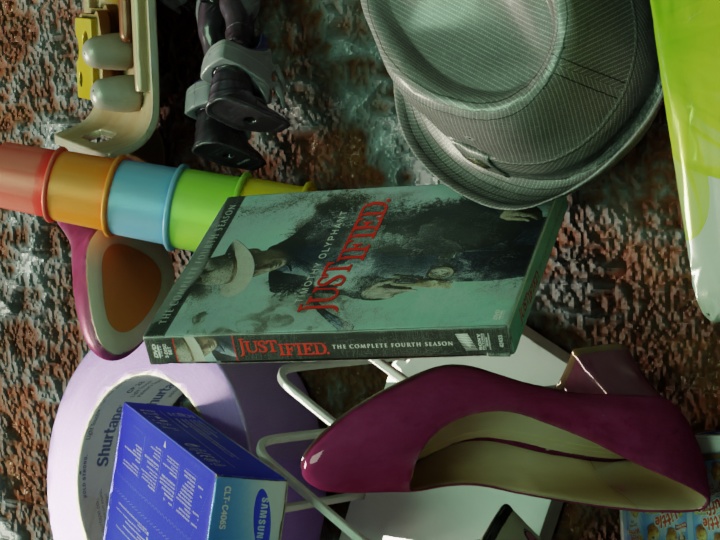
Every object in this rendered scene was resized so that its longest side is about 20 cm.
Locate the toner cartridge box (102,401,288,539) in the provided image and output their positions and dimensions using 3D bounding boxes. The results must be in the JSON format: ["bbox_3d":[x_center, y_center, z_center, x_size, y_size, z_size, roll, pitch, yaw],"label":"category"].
[{"bbox_3d":[-0.097,0.140,1.227,0.200,0.043,0.096,-157,74,-68],"label":"toner cartridge box"}]

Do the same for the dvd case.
[{"bbox_3d":[0.000,0.000,1.155,0.198,0.146,0.022,-3,122,21],"label":"dvd case"}]

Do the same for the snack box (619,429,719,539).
[{"bbox_3d":[0.209,0.116,1.075,0.199,0.024,0.073,-3,90,46],"label":"snack box"}]

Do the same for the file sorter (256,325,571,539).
[{"bbox_3d":[0.018,0.121,1.206,0.138,0.124,0.201,34,118,40],"label":"file sorter"}]

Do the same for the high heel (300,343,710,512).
[{"bbox_3d":[0.074,0.094,1.062,0.068,0.199,0.096,100,148,-48],"label":"high heel"}]

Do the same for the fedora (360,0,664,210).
[{"bbox_3d":[0.066,-0.127,1.137,0.200,0.090,0.178,41,108,38],"label":"fedora"}]

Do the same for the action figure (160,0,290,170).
[{"bbox_3d":[-0.081,-0.169,1.328,0.130,0.069,0.202,-32,56,50],"label":"action figure"}]

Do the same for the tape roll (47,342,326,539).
[{"bbox_3d":[-0.112,0.133,1.372,0.199,0.065,0.202,-4,84,45],"label":"tape roll"}]

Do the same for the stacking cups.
[{"bbox_3d":[-0.127,-0.046,1.317,0.198,0.061,0.061,13,106,9],"label":"stacking cups"}]

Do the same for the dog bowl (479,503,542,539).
[{"bbox_3d":[0.053,0.219,1.073,0.073,0.200,0.201,29,118,7],"label":"dog bowl"}]

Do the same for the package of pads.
[{"bbox_3d":[0.214,-0.083,1.023,0.154,0.068,0.202,-14,83,46],"label":"package of pads"}]

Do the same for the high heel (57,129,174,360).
[{"bbox_3d":[-0.171,-0.005,1.390,0.096,0.067,0.201,-39,39,33],"label":"high heel"}]

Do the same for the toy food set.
[{"bbox_3d":[-0.177,-0.176,1.391,0.143,0.060,0.202,-160,68,-68],"label":"toy food set"}]
